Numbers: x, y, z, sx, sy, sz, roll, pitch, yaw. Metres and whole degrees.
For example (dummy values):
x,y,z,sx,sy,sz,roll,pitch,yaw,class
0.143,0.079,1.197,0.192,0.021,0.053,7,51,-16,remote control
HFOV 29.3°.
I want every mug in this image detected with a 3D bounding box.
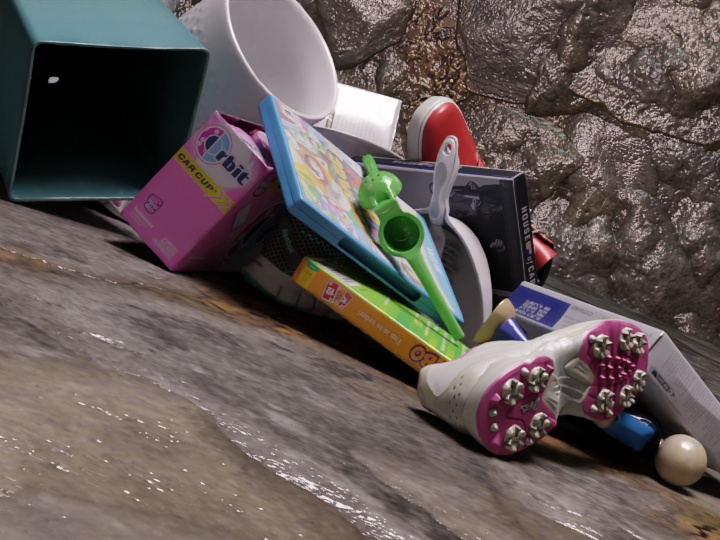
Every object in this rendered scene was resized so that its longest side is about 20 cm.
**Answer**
x,y,z,sx,sy,sz,roll,pitch,yaw,class
-0.141,-0.189,1.281,0.148,0.175,0.200,9,59,-53,mug

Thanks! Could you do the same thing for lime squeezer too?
x,y,z,sx,sy,sz,roll,pitch,yaw,class
0.027,-0.034,1.091,0.071,0.038,0.200,80,-14,-54,lime squeezer

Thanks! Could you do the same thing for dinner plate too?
x,y,z,sx,sy,sz,roll,pitch,yaw,class
-0.041,-0.106,1.420,0.200,0.024,0.200,13,-14,3,dinner plate

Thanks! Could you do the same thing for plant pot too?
x,y,z,sx,sy,sz,roll,pitch,yaw,class
-0.237,-0.170,1.139,0.141,0.141,0.200,-2,37,-30,plant pot

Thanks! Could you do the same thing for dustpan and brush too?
x,y,z,sx,sy,sz,roll,pitch,yaw,class
0.069,-0.028,1.244,0.140,0.200,0.057,27,23,31,dustpan and brush

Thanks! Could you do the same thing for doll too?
x,y,z,sx,sy,sz,roll,pitch,yaw,class
0.179,0.100,1.063,0.200,0.048,0.136,38,2,10,doll

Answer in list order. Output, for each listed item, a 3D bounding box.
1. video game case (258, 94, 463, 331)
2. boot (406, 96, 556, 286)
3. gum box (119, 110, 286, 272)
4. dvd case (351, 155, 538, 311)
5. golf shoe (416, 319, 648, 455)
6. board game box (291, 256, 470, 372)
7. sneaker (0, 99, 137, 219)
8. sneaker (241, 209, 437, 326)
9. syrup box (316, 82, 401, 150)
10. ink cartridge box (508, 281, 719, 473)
x,y,z,sx,sy,sz,roll,pitch,yaw,class
0.001,-0.046,1.116,0.200,0.018,0.143,37,22,-37,video game case
0.124,-0.070,1.317,0.144,0.072,0.200,30,-27,41,boot
-0.101,-0.060,1.151,0.066,0.114,0.200,47,11,11,gum box
0.077,-0.029,1.303,0.200,0.150,0.025,10,29,41,dvd case
0.124,0.069,0.959,0.200,0.075,0.092,-9,15,-44,golf shoe
0.045,0.054,1.056,0.200,0.030,0.096,33,9,16,board game box
-0.239,-0.098,1.243,0.200,0.081,0.088,21,-1,-12,sneaker
0.000,0.000,1.174,0.200,0.091,0.078,18,8,-38,sneaker
-0.067,-0.159,1.450,0.200,0.081,0.079,15,-18,-7,syrup box
0.232,0.104,1.151,0.200,0.041,0.200,46,-11,-26,ink cartridge box
